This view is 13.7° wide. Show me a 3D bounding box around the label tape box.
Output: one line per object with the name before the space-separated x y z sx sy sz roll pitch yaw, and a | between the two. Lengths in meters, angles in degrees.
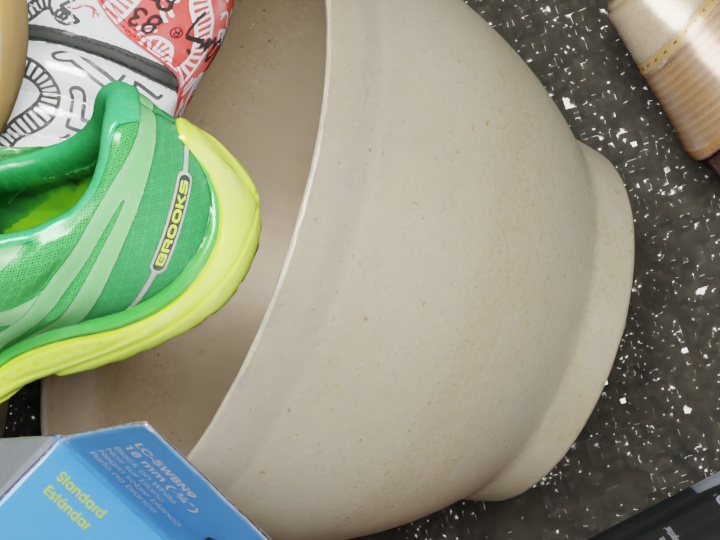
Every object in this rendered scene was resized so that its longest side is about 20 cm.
label tape box | -0.086 0.117 0.891 0.144 0.200 0.063 45 61 -23

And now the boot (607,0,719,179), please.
boot | 0.198 -0.089 1.005 0.200 0.072 0.166 -45 97 -4

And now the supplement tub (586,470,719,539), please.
supplement tub | 0.070 0.154 0.944 0.200 0.123 0.123 -27 84 0

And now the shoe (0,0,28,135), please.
shoe | -0.158 -0.029 0.879 0.070 0.053 0.200 41 128 4

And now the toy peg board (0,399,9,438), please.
toy peg board | -0.198 -0.040 0.999 0.200 0.098 0.200 11 100 3

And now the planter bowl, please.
planter bowl | 0.000 0.000 0.943 0.135 0.200 0.201 18 84 -24

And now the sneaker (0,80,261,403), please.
sneaker | -0.127 0.005 0.855 0.200 0.074 0.084 -29 124 11

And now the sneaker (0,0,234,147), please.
sneaker | -0.141 -0.091 0.904 0.201 0.067 0.108 19 97 -2
